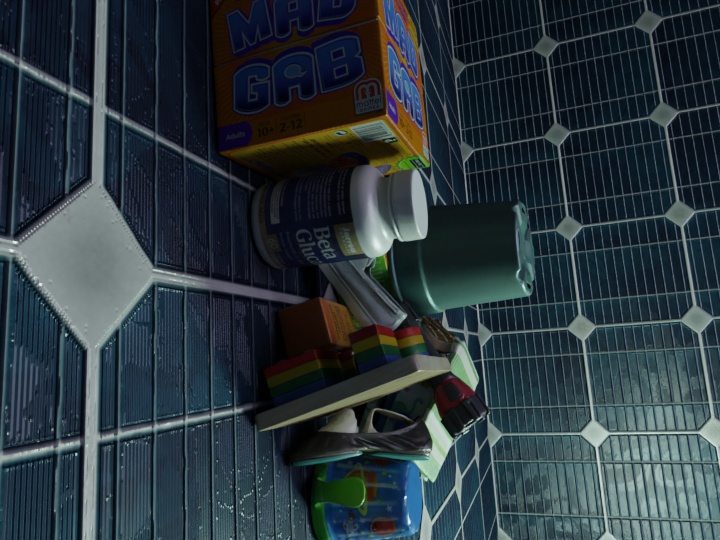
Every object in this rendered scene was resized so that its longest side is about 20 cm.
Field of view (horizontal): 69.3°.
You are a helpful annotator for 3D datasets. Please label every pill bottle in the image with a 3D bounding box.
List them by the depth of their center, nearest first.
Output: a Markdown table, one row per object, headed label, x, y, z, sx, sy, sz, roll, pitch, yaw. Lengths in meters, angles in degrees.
| label | x | y | z | sx | sy | sz | roll | pitch | yaw |
| --- | --- | --- | --- | --- | --- | --- | --- | --- | --- |
| pill bottle | -0.023 | -0.067 | 0.638 | 0.111 | 0.198 | 0.112 | -7 | 90 | -71 |

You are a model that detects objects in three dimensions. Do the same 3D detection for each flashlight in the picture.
| label | x | y | z | sx | sy | sz | roll | pitch | yaw |
| --- | --- | --- | --- | --- | --- | --- | --- | --- | --- |
| flashlight | 0.103 | 0.140 | 0.758 | 0.068 | 0.068 | 0.201 | -3 | 50 | -46 |

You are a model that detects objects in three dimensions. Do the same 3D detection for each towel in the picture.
| label | x | y | z | sx | sy | sz | roll | pitch | yaw |
| --- | --- | --- | --- | --- | --- | --- | --- | --- | --- |
| towel | 0.133 | 0.223 | 0.830 | 0.201 | 0.023 | 0.153 | -59 | 145 | -24 |
| towel | 0.035 | 0.187 | 0.868 | 0.149 | 0.030 | 0.201 | -32 | 142 | -63 |

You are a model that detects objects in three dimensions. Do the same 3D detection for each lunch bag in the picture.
| label | x | y | z | sx | sy | sz | roll | pitch | yaw |
| --- | --- | --- | --- | --- | --- | --- | --- | --- | --- |
| lunch bag | 0.070 | 0.264 | 0.882 | 0.161 | 0.082 | 0.202 | -24 | 135 | -69 |

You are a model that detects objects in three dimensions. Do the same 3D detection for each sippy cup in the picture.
| label | x | y | z | sx | sy | sz | roll | pitch | yaw |
| --- | --- | --- | --- | --- | --- | --- | --- | --- | --- |
| sippy cup | 0.015 | 0.315 | 0.731 | 0.178 | 0.129 | 0.141 | -35 | 117 | -70 |

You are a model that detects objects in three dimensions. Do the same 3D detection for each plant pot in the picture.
| label | x | y | z | sx | sy | sz | roll | pitch | yaw |
| --- | --- | --- | --- | --- | --- | --- | --- | --- | --- |
| plant pot | 0.171 | -0.027 | 0.847 | 0.200 | 0.195 | 0.202 | 23 | 64 | -59 |

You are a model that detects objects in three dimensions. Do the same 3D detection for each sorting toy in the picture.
| label | x | y | z | sx | sy | sz | roll | pitch | yaw |
| --- | --- | --- | --- | --- | --- | --- | --- | --- | --- |
| sorting toy | -0.005 | 0.126 | 0.652 | 0.199 | 0.199 | 0.070 | 28 | 41 | -68 |

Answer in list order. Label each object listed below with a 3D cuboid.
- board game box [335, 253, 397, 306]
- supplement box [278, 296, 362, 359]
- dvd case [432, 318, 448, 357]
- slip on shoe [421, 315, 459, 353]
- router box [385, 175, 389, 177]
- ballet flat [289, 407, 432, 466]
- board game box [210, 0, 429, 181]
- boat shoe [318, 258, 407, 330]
| label | x | y | z | sx | sy | sz | roll | pitch | yaw |
| --- | --- | --- | --- | --- | --- | --- | --- | --- | --- |
| board game box | 0.000 | 0.000 | 0.827 | 0.030 | 0.095 | 0.201 | -69 | 151 | -53 |
| supplement box | -0.038 | 0.088 | 0.733 | 0.200 | 0.068 | 0.067 | 32 | 40 | -70 |
| dvd case | 0.125 | 0.215 | 1.010 | 0.025 | 0.150 | 0.201 | 21 | 38 | -30 |
| slip on shoe | 0.122 | 0.125 | 0.926 | 0.200 | 0.076 | 0.061 | -128 | -119 | -82 |
| router box | -0.006 | -0.168 | 0.791 | 0.052 | 0.156 | 0.202 | -43 | 125 | -67 |
| ballet flat | 0.002 | 0.219 | 0.689 | 0.068 | 0.198 | 0.069 | 137 | -46 | -57 |
| board game box | -0.040 | -0.231 | 0.641 | 0.200 | 0.198 | 0.202 | 12 | 72 | -70 |
| boat shoe | -0.006 | 0.002 | 0.751 | 0.201 | 0.071 | 0.070 | 54 | 8 | 8 |
